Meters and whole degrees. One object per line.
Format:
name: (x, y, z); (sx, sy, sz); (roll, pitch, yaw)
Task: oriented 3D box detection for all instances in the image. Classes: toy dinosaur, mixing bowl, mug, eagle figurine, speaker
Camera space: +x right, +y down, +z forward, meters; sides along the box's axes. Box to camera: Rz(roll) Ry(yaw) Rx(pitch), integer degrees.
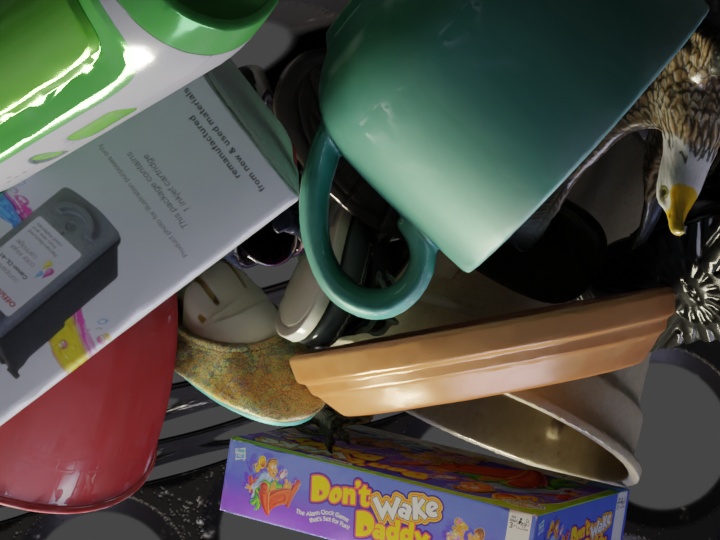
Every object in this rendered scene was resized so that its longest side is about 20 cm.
toy dinosaur: (-0.044, 0.055, 1.540); (0.047, 0.200, 0.088); (-51, -139, -10)
mixing bowl: (-0.169, 0.015, 1.346); (0.200, 0.200, 0.108); (-6, 137, -50)
mug: (0.045, -0.082, 1.116); (0.185, 0.114, 0.152); (-48, -179, -27)
eagle figurine: (0.146, -0.081, 1.272); (0.151, 0.152, 0.200); (-50, -163, -31)
speaker: (-0.116, -0.091, 1.010); (0.088, 0.089, 0.200); (-8, 169, -42)

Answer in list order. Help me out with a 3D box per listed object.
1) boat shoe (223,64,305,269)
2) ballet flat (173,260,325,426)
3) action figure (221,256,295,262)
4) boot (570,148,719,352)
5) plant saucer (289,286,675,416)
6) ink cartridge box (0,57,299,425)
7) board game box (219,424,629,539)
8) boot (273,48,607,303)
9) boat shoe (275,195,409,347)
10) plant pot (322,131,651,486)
boat shoe: (-0.058, -0.042, 1.410); (0.074, 0.093, 0.200); (-17, 171, 6)
ballet flat: (-0.092, 0.012, 1.438); (0.071, 0.200, 0.071); (-26, 134, -30)
action figure: (-0.050, -0.011, 1.596); (0.200, 0.102, 0.119); (-12, -174, -39)
boot: (0.220, -0.033, 1.422); (0.158, 0.080, 0.211); (-40, -161, -32)
plant saucer: (0.064, 0.043, 1.358); (0.200, 0.038, 0.200); (-10, 179, 0)
ink cartridge box: (-0.128, -0.016, 1.159); (0.200, 0.086, 0.148); (-38, -169, 6)
board game box: (0.039, 0.134, 1.553); (0.200, 0.045, 0.134); (12, -173, 27)
boot: (0.027, -0.064, 1.401); (0.200, 0.073, 0.151); (28, -171, -21)
boat shoe: (0.000, 0.000, 1.408); (0.073, 0.062, 0.200); (-58, -174, 15)
plant pot: (0.104, 0.003, 1.563); (0.200, 0.184, 0.200); (23, 169, 5)
